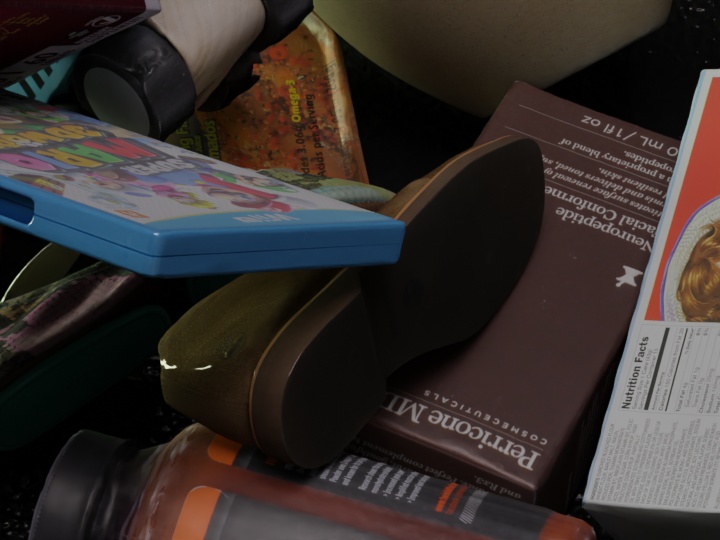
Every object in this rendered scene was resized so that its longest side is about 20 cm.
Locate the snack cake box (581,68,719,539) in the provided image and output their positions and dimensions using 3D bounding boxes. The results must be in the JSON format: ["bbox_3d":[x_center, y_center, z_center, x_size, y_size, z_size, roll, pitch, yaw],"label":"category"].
[{"bbox_3d":[0.172,0.020,1.092,0.115,0.067,0.200,1,60,34],"label":"snack cake box"}]

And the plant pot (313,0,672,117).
[{"bbox_3d":[0.064,-0.147,1.236,0.200,0.200,0.135,-29,93,-25],"label":"plant pot"}]

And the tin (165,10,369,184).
[{"bbox_3d":[-0.057,-0.047,1.220,0.112,0.042,0.200,-2,49,-10],"label":"tin"}]

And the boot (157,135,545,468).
[{"bbox_3d":[0.000,0.000,1.062,0.075,0.074,0.200,12,34,35],"label":"boot"}]

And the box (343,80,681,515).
[{"bbox_3d":[0.064,0.022,1.142,0.100,0.075,0.200,21,52,15],"label":"box"}]

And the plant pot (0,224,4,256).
[{"bbox_3d":[-0.252,0.076,1.009,0.199,0.176,0.200,17,49,12],"label":"plant pot"}]

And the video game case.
[{"bbox_3d":[-0.103,-0.035,0.997,0.200,0.018,0.143,20,13,33],"label":"video game case"}]

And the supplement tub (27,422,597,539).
[{"bbox_3d":[-0.019,0.117,1.030,0.200,0.107,0.107,16,49,10],"label":"supplement tub"}]

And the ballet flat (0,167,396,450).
[{"bbox_3d":[-0.081,0.000,1.118,0.200,0.069,0.071,-27,59,-9],"label":"ballet flat"}]

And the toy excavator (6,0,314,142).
[{"bbox_3d":[-0.142,-0.127,1.187,0.200,0.194,0.100,48,59,0],"label":"toy excavator"}]

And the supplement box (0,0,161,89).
[{"bbox_3d":[-0.181,-0.105,1.024,0.200,0.109,0.061,-4,76,-51],"label":"supplement box"}]
